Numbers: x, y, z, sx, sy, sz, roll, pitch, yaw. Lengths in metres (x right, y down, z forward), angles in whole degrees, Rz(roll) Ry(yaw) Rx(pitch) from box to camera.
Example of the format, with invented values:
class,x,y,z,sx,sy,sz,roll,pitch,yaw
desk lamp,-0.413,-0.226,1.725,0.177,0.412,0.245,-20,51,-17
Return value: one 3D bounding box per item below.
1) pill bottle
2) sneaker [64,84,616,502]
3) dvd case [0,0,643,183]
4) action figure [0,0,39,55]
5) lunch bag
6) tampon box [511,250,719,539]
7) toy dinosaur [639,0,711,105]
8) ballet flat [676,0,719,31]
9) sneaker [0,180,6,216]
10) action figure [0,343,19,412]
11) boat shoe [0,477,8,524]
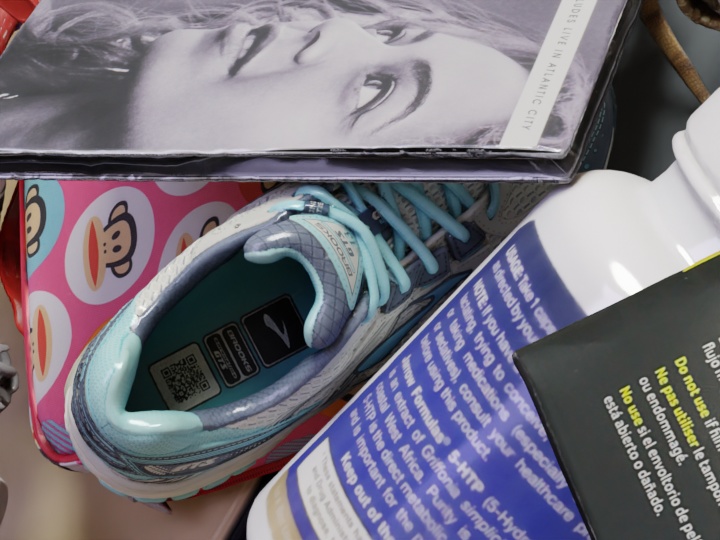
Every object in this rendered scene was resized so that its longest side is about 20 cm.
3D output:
class,x,y,z,sx,sy,sz,roll,pitch,yaw
pill bottle,0.073,0.043,0.723,0.200,0.119,0.120,-47,48,18
sneaker,0.000,0.000,0.755,0.200,0.086,0.078,-39,85,-7
dvd case,-0.014,-0.075,0.784,0.198,0.016,0.149,2,38,21
action figure,-0.155,-0.162,1.004,0.065,0.099,0.201,-53,15,34
lunch bag,-0.061,-0.023,0.899,0.175,0.082,0.201,-23,58,34
tampon box,0.162,0.054,0.576,0.199,0.150,0.127,-26,54,6
toy dinosaur,0.095,-0.158,0.832,0.106,0.060,0.201,15,83,43
ballet flat,0.163,-0.069,0.723,0.065,0.071,0.200,-45,35,-13
sneaker,-0.180,-0.020,0.967,0.200,0.075,0.088,148,129,-71
action figure,-0.198,0.050,0.935,0.200,0.129,0.070,123,163,-51
boat shoe,-0.179,0.109,0.913,0.060,0.075,0.200,50,135,17
